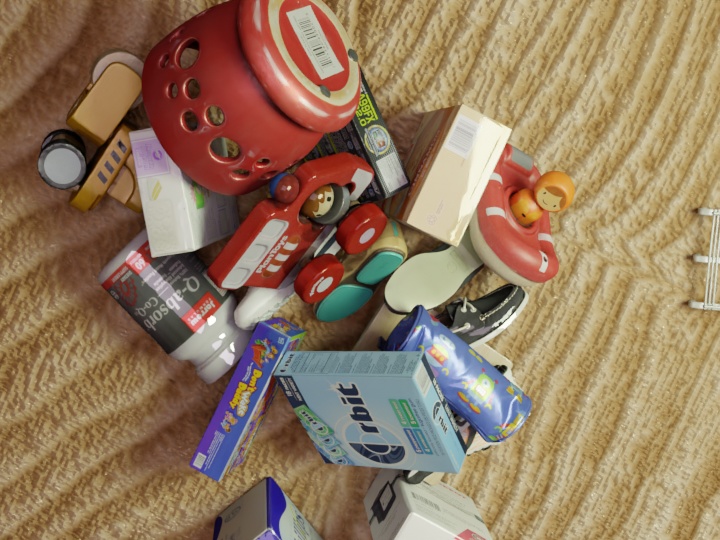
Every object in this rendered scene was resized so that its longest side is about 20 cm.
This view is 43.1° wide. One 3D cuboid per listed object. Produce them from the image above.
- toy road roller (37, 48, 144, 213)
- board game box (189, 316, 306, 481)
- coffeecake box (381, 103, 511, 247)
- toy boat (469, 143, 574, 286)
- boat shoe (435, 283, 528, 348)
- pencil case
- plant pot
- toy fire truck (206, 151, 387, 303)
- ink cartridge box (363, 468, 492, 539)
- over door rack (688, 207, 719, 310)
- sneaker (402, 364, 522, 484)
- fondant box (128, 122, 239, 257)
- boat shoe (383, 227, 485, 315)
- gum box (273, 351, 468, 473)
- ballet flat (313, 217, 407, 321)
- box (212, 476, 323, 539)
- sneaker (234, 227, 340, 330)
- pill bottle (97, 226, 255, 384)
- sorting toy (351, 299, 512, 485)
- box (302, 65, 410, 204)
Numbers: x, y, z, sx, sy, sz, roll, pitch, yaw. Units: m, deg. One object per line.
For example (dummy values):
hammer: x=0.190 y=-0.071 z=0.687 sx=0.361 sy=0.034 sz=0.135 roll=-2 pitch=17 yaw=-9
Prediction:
toy road roller: x=-0.306 y=-0.164 z=1.148 sx=0.145 sy=0.123 sz=0.201 roll=33 pitch=94 yaw=-23
board game box: x=-0.144 y=0.163 z=1.192 sx=0.044 sy=0.134 sz=0.202 roll=26 pitch=93 yaw=6
coffeecake box: x=0.102 y=-0.122 z=1.159 sx=0.072 sy=0.200 sz=0.155 roll=24 pitch=93 yaw=-10
toy boat: x=0.219 y=-0.083 z=1.175 sx=0.129 sy=0.130 sz=0.203 roll=21 pitch=55 yaw=-35
boat shoe: x=0.125 y=0.071 z=1.182 sx=0.199 sy=0.074 sz=0.061 roll=-34 pitch=104 yaw=6
pencil case: x=0.116 y=0.131 z=1.118 sx=0.199 sy=0.078 sz=0.087 roll=39 pitch=66 yaw=-9
plant pot: x=-0.114 y=-0.207 z=1.008 sx=0.181 sy=0.200 sz=0.202 roll=-24 pitch=102 yaw=37
toy fire truck: x=-0.073 y=-0.054 z=1.067 sx=0.112 sy=0.167 sz=0.200 roll=48 pitch=109 yaw=21
ink cartridge box: x=0.092 y=0.345 z=1.214 sx=0.144 sy=0.200 sz=0.085 roll=31 pitch=95 yaw=-10
over door rack: x=0.574 y=-0.010 z=1.292 sx=0.197 sy=0.067 sz=0.150 roll=5 pitch=97 yaw=13
sneaker: x=0.141 y=0.218 z=1.199 sx=0.200 sy=0.074 sz=0.080 roll=-41 pitch=102 yaw=-1
fondant box: x=-0.210 y=-0.105 z=1.120 sx=0.057 sy=0.200 sz=0.147 roll=-8 pitch=98 yaw=8
boat shoe: x=0.104 y=0.002 z=1.207 sx=0.199 sy=0.063 sz=0.072 roll=-34 pitch=88 yaw=-28
gum box: x=0.013 y=0.174 z=1.123 sx=0.198 sy=0.045 sz=0.171 roll=-2 pitch=130 yaw=32
ballet flat: x=0.000 y=0.000 z=1.202 sx=0.068 sy=0.200 sz=0.064 roll=16 pitch=53 yaw=-29
box: x=-0.098 y=0.406 z=1.204 sx=0.105 sy=0.184 sz=0.201 roll=-38 pitch=100 yaw=0
sneaker: x=-0.105 y=-0.004 z=1.190 sx=0.081 sy=0.076 sz=0.200 roll=46 pitch=58 yaw=-4
pill bottle: x=-0.233 y=0.042 z=1.179 sx=0.116 sy=0.116 sz=0.200 roll=-43 pitch=100 yaw=-1
sorting toy: x=0.071 y=0.153 z=1.254 sx=0.198 sy=0.070 sz=0.201 roll=33 pitch=92 yaw=-9
box: x=-0.031 y=-0.178 z=1.156 sx=0.044 sy=0.160 sz=0.202 roll=-29 pitch=99 yaw=-28
